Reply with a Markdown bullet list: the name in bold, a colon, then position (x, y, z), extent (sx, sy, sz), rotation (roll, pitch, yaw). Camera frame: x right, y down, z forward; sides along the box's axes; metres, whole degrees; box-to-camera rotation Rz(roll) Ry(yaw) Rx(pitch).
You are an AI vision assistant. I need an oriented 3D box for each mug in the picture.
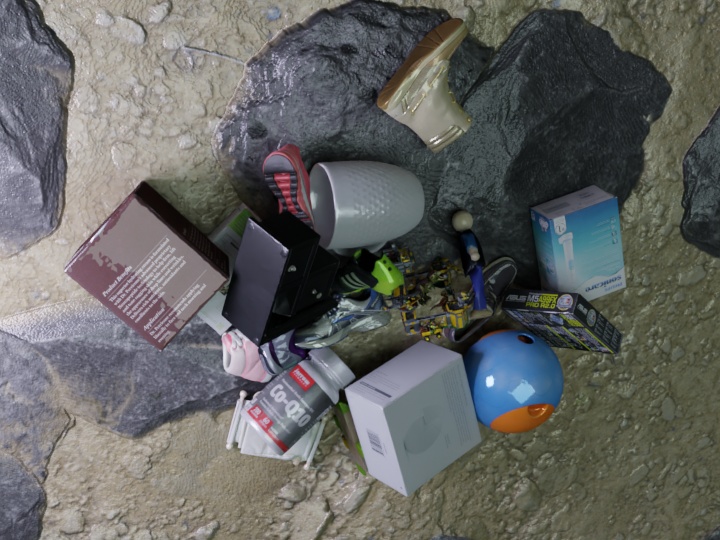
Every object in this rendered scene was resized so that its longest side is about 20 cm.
- **mug**: position (0.008, -0.099, 1.631), extent (0.175, 0.148, 0.200), rotation (-6, 139, -21)

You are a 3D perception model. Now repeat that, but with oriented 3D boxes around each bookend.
- **bookend**: position (-0.105, -0.007, 1.513), extent (0.200, 0.092, 0.199), rotation (-25, 145, -47)

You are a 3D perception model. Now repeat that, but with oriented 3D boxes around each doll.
- **doll**: position (0.206, -0.014, 1.728), extent (0.048, 0.136, 0.201), rotation (-10, 81, 5)

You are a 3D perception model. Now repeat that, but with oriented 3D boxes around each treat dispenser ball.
- **treat dispenser ball**: position (0.290, 0.213, 1.813), extent (0.200, 0.201, 0.201), rotation (-7, 114, -16)

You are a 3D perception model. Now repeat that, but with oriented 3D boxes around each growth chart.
- **growth chart**: position (-0.159, 0.305, 1.803), extent (0.200, 0.018, 0.145), rotation (18, 104, -24)

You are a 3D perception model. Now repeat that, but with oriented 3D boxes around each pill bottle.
- **pill bottle**: position (-0.113, 0.232, 1.724), extent (0.200, 0.114, 0.114), rotation (-44, 119, -9)

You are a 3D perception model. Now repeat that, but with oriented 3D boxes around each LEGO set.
- **LEGO set**: position (0.114, 0.020, 1.684), extent (0.153, 0.200, 0.116), rotation (-8, 124, 4)

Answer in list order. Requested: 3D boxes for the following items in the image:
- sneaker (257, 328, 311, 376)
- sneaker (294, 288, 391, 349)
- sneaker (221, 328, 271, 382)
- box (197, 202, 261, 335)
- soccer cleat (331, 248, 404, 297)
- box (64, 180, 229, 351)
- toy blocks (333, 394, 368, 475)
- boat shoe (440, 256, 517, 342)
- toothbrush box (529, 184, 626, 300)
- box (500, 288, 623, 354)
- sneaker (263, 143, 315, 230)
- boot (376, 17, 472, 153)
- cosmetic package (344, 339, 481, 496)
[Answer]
- **sneaker**: position (-0.154, 0.077, 1.623), extent (0.087, 0.074, 0.201), rotation (-21, 95, -15)
- **sneaker**: position (-0.045, 0.080, 1.726), extent (0.200, 0.077, 0.085), rotation (-20, 107, -18)
- **sneaker**: position (-0.185, 0.108, 1.678), extent (0.104, 0.075, 0.201), rotation (12, 112, -28)
- **box**: position (-0.225, -0.001, 1.644), extent (0.200, 0.036, 0.144), rotation (-43, 118, 4)
- **soccer cleat**: position (0.000, 0.000, 1.640), extent (0.068, 0.200, 0.081), rotation (-42, 113, -28)
- **box**: position (-0.335, -0.011, 1.507), extent (0.166, 0.164, 0.200), rotation (-45, 105, 4)
- **toy blocks**: position (0.034, 0.292, 1.831), extent (0.137, 0.100, 0.200), rotation (-30, 119, -18)
- **boat shoe**: position (0.236, 0.062, 1.807), extent (0.200, 0.065, 0.072), rotation (-46, 116, 3)
- **toothbrush box**: position (0.422, -0.044, 1.814), extent (0.146, 0.085, 0.200), rotation (-20, 116, -11)
- **box**: position (0.388, 0.098, 1.798), extent (0.200, 0.160, 0.044), rotation (35, 67, -42)
- **sneaker**: position (-0.106, -0.123, 1.605), extent (0.074, 0.087, 0.201), rotation (2, 121, 18)
- **boot**: position (0.146, -0.316, 1.614), extent (0.155, 0.073, 0.200), rotation (37, 99, -27)
- **cosmetic package**: position (0.101, 0.271, 1.751), extent (0.200, 0.123, 0.200), rotation (-28, 117, -28)
